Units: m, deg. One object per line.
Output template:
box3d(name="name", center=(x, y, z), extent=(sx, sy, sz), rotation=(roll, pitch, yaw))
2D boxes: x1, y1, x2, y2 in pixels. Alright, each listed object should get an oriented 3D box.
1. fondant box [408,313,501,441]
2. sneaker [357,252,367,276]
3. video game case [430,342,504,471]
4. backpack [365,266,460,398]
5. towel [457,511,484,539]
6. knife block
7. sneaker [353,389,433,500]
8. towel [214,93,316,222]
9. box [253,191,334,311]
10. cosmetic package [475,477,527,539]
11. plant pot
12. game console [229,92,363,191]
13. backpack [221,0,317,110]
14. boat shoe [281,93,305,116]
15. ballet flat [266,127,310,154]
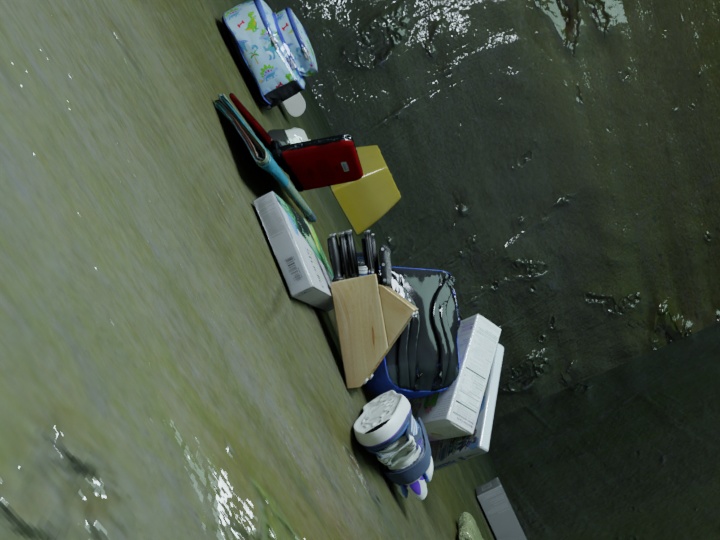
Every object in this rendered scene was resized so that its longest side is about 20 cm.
box3d(name="fondant box", center=(0.154, 0.187, 1.126), extent=(0.058, 0.144, 0.200), rotation=(33, 59, -15))
box3d(name="sneaker", center=(0.000, 0.000, 1.463), extent=(0.200, 0.075, 0.077), rotation=(-73, 160, -80))
box3d(name="video game case", center=(0.170, 0.240, 1.127), extent=(0.022, 0.182, 0.200), rotation=(32, 51, -15))
box3d(name="backpack", center=(0.076, 0.112, 1.082), extent=(0.168, 0.162, 0.201), rotation=(138, -51, -61))
box3d(name="towel", center=(0.239, 0.584, 1.270), extent=(0.148, 0.036, 0.200), rotation=(21, 45, -80))
box3d(name="knife block", center=(-0.013, 0.045, 0.957), extent=(0.175, 0.200, 0.064), rotation=(35, 4, 10))
box3d(name="sneaker", center=(0.059, 0.247, 0.880), extent=(0.147, 0.080, 0.200), rotation=(61, 1, 2))
box3d(name="towel", center=(-0.138, -0.160, 0.976), extent=(0.147, 0.022, 0.200), rotation=(53, 0, 26))
box3d(name="box", center=(-0.084, -0.021, 0.945), extent=(0.200, 0.036, 0.145), rotation=(45, 21, -77))
box3d(name="cosmetic package", center=(0.421, 0.735, 1.941), extent=(0.200, 0.090, 0.107), rotation=(62, 3, 6))
box3d(name="plant pot", center=(0.012, -0.269, 2.029), extent=(0.200, 0.176, 0.200), rotation=(-108, 171, -48))
box3d(name="game console", center=(-0.094, -0.209, 1.038), extent=(0.200, 0.172, 0.119), rotation=(54, 26, -81))
box3d(name="backpack", center=(-0.177, -0.450, 1.320), extent=(0.200, 0.147, 0.183), rotation=(60, 5, -16))
box3d(name="boat shoe", center=(-0.199, -0.465, 1.578), extent=(0.068, 0.072, 0.200), rotation=(39, -10, 51))
box3d(name="ballet flat", center=(-0.130, -0.240, 1.253), extent=(0.200, 0.068, 0.068), rotation=(-24, 89, -83))
